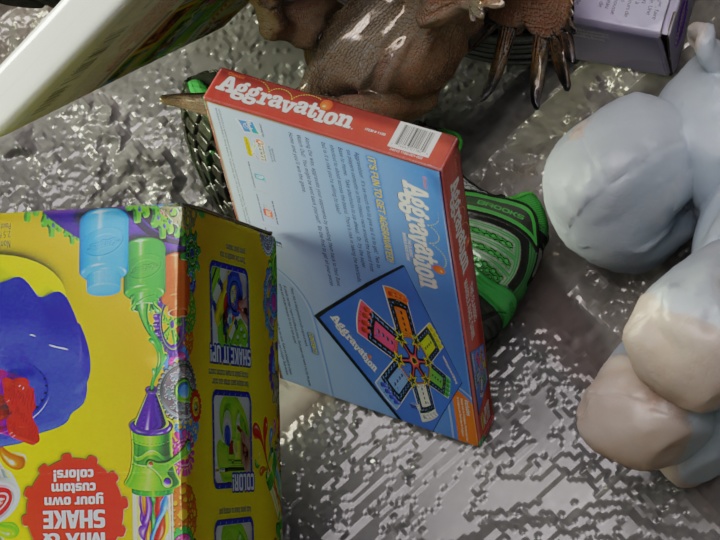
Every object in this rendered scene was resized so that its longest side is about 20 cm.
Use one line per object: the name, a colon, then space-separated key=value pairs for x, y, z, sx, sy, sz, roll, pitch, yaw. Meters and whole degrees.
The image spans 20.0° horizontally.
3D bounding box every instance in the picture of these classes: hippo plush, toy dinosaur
hippo plush: x=0.157 y=-0.025 z=0.836 sx=0.199 sy=0.159 sz=0.162 roll=-26 pitch=67 yaw=5
toy dinosaur: x=0.019 y=-0.095 z=0.876 sx=0.199 sy=0.135 sz=0.086 roll=-33 pitch=68 yaw=15

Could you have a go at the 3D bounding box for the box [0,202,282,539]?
box: x=-0.140 y=0.080 z=0.793 sx=0.198 sy=0.122 sz=0.195 roll=-3 pitch=85 yaw=14

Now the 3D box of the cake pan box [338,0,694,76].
cake pan box: x=0.085 y=-0.199 z=0.977 sx=0.182 sy=0.052 sz=0.202 roll=11 pitch=73 yaw=20

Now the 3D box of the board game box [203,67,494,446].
board game box: x=0.000 y=0.000 z=0.846 sx=0.102 sy=0.201 sz=0.020 roll=19 pitch=59 yaw=20

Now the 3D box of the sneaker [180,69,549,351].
sneaker: x=-0.002 y=-0.037 z=0.937 sx=0.199 sy=0.078 sz=0.085 roll=33 pitch=64 yaw=21

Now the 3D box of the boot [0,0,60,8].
boot: x=-0.106 y=-0.229 z=0.956 sx=0.210 sy=0.079 sz=0.159 roll=-26 pitch=60 yaw=13

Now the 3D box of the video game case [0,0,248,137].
video game case: x=-0.053 y=-0.140 z=0.842 sx=0.200 sy=0.182 sz=0.023 roll=-39 pitch=89 yaw=36
